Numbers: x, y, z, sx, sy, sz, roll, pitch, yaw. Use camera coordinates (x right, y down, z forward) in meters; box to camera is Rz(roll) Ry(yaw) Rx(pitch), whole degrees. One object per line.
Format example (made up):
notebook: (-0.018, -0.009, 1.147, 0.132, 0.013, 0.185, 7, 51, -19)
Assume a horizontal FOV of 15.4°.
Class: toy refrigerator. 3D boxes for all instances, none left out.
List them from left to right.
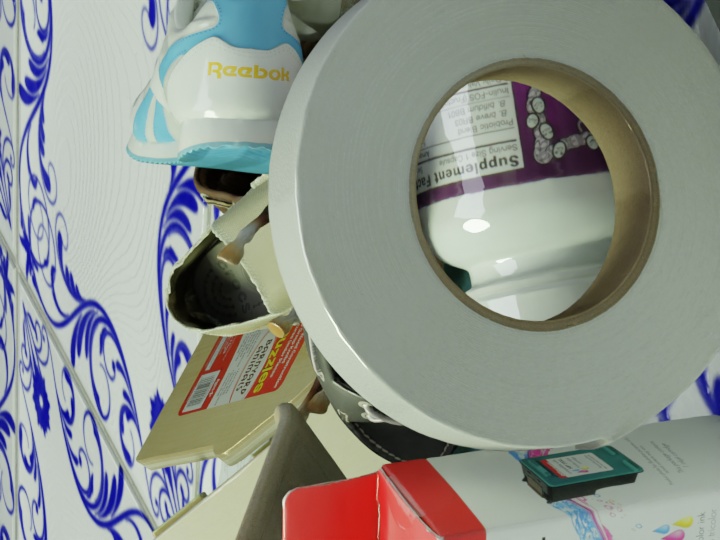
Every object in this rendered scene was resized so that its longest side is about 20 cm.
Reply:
toy refrigerator: (-0.038, 0.121, 1.371, 0.070, 0.200, 0.076, 52, -162, 5)

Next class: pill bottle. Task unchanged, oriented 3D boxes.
pill bottle: (0.072, -0.066, 1.139, 0.112, 0.112, 0.201, 159, 102, -69)

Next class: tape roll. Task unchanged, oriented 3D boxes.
tape roll: (0.063, -0.027, 1.052, 0.037, 0.202, 0.203, 162, 100, -69)

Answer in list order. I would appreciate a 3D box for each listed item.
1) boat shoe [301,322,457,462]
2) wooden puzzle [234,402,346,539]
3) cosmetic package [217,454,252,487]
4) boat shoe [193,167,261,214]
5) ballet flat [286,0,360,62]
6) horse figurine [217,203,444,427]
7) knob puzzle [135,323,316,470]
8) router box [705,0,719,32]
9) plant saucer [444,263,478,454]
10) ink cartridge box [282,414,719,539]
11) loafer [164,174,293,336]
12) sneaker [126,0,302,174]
boat shoe: (0.004, 0.023, 1.157, 0.057, 0.067, 0.200, -91, -12, -53)
wooden puzzle: (0.003, 0.181, 1.195, 0.185, 0.046, 0.200, 55, -151, -28)
cosmetic package: (-0.011, 0.153, 1.492, 0.113, 0.081, 0.200, 102, 151, -44)
boat shoe: (-0.026, -0.059, 1.396, 0.202, 0.075, 0.075, -24, 44, 55)
ballet flat: (-0.020, -0.121, 1.279, 0.200, 0.070, 0.071, -19, 79, 64)
horse figurine: (0.000, 0.000, 1.244, 0.050, 0.133, 0.200, 22, 149, 31)
knob puzzle: (-0.022, 0.025, 1.415, 0.220, 0.030, 0.220, -42, 23, 22)
router box: (0.175, -0.126, 0.924, 0.157, 0.052, 0.200, 110, 147, -52)
plant saucer: (0.053, 0.028, 1.267, 0.070, 0.019, 0.200, 120, 157, -43)
ink cartridge box: (0.071, 0.135, 1.086, 0.067, 0.199, 0.117, -134, 41, -58)
loafer: (-0.031, -0.015, 1.337, 0.076, 0.068, 0.200, 54, 136, 5)
sneaker: (-0.065, -0.087, 1.258, 0.200, 0.076, 0.081, 180, 93, -75)
